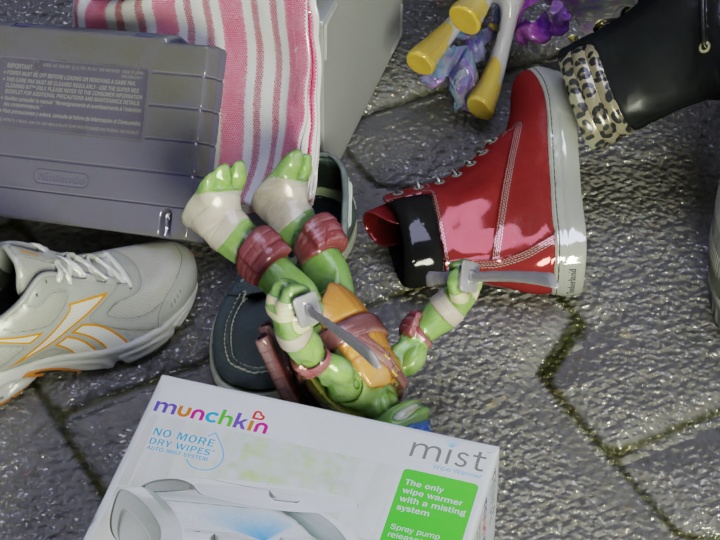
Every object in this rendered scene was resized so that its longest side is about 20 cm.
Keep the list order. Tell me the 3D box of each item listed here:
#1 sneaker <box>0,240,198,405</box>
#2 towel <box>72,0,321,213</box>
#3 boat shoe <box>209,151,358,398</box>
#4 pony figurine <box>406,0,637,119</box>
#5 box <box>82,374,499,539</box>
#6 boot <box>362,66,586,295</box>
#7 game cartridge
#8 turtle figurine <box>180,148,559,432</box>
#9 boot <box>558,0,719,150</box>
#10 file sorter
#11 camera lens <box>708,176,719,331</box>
[{"bbox_3d":[-0.185,0.015,1.334,0.199,0.092,0.076,-24,47,-29],"label":"sneaker"},{"bbox_3d":[-0.113,-0.111,1.410,0.199,0.147,0.030,1,0,31],"label":"towel"},{"bbox_3d":[-0.048,0.001,1.381,0.072,0.062,0.200,13,42,10],"label":"boat shoe"},{"bbox_3d":[0.105,-0.213,1.564,0.166,0.193,0.201,17,62,20],"label":"pony figurine"},{"bbox_3d":[-0.040,0.166,1.168,0.199,0.097,0.177,12,44,11],"label":"box"},{"bbox_3d":[0.074,-0.066,1.461,0.143,0.073,0.201,1,44,0],"label":"boot"},{"bbox_3d":[-0.182,-0.093,1.412,0.199,0.130,0.038,8,-3,26],"label":"game cartridge"},{"bbox_3d":[0.000,0.000,1.258,0.144,0.200,0.194,-32,68,-21],"label":"turtle figurine"},{"bbox_3d":[0.201,-0.184,1.458,0.153,0.073,0.204,-23,53,19],"label":"boot"},{"bbox_3d":[-0.053,-0.178,1.531,0.124,0.139,0.200,10,41,12],"label":"file sorter"},{"bbox_3d":[0.302,-0.046,1.348,0.159,0.201,0.160,2,40,-1],"label":"camera lens"}]
